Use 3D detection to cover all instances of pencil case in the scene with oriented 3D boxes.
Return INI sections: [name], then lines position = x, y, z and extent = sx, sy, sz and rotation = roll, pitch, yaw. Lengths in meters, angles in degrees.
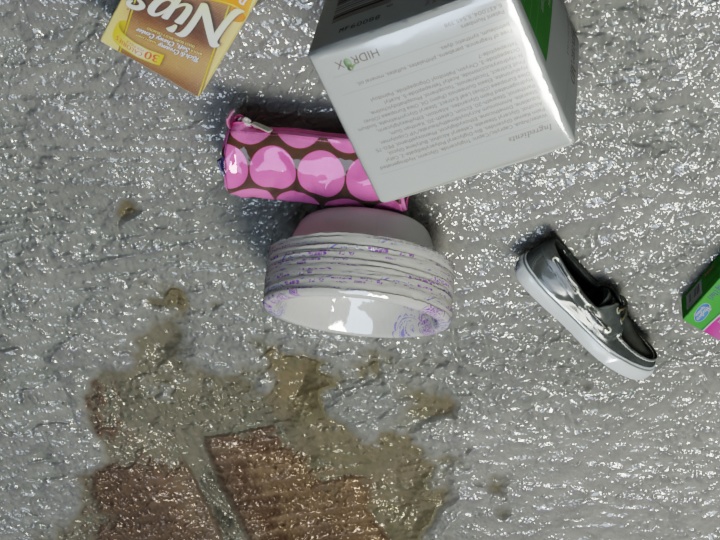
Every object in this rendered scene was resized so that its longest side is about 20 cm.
[pencil case]
position = -0.044, -0.113, 1.601
extent = 0.197, 0.091, 0.095
rotation = 5, 122, 3

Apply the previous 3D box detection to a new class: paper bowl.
[paper bowl]
position = 0.000, 0.000, 1.630
extent = 0.198, 0.106, 0.201
rotation = 4, 166, 1

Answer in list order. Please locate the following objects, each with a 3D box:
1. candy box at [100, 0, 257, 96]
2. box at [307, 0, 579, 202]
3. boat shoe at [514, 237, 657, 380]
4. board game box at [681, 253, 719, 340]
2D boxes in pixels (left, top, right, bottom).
[candy box]
position = -0.158, -0.280, 1.517
extent = 0.115, 0.056, 0.201
rotation = 29, 125, -12
[box]
position = 0.083, -0.205, 1.441
extent = 0.198, 0.200, 0.172
rotation = -15, 123, 19
[boat shoe]
position = 0.252, 0.042, 1.675
extent = 0.199, 0.069, 0.057
rotation = 39, 122, -15
[board game box]
position = 0.464, 0.036, 1.650
extent = 0.199, 0.041, 0.154
rotation = 28, 125, -10
